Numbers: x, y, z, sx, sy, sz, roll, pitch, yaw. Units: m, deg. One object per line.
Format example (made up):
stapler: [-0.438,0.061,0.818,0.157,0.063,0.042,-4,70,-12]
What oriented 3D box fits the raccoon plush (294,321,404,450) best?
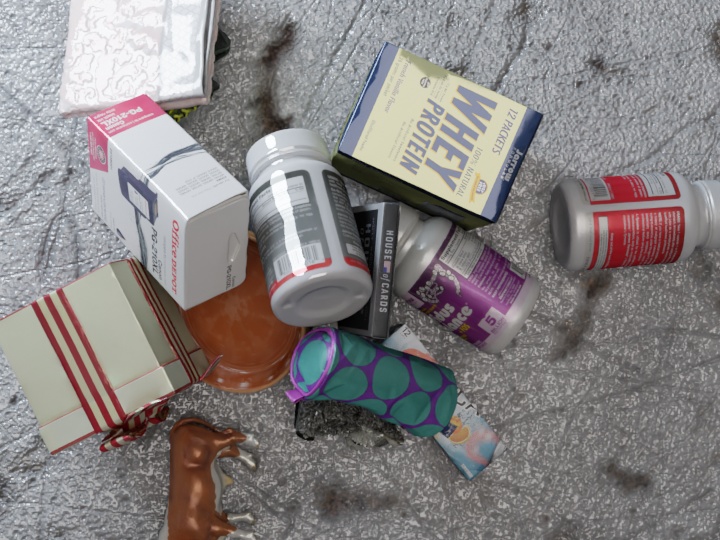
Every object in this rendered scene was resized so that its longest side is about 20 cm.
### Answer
raccoon plush: [-0.003,0.142,1.481,0.134,0.200,0.097,8,52,-6]

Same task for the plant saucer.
plant saucer: [-0.149,0.046,1.493,0.200,0.032,0.201,6,105,23]

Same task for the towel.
towel: [-0.258,-0.279,1.477,0.190,0.032,0.201,-3,71,15]

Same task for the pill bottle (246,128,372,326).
pill bottle: [-0.062,-0.049,1.401,0.114,0.114,0.200,-12,61,-5]

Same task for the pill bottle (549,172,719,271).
pill bottle: [0.341,-0.062,1.540,0.199,0.112,0.113,-4,90,-5]

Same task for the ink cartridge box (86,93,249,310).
ink cartridge box: [-0.216,-0.077,1.405,0.084,0.145,0.200,-28,56,-30]

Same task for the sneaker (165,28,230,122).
sneaker: [-0.218,-0.213,1.509,0.084,0.074,0.200,22,87,-5]

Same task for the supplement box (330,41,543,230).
supplement box: [0.080,-0.149,1.472,0.200,0.200,0.135,24,87,-5]

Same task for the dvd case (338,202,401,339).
dvd case: [0.000,0.000,1.464,0.025,0.200,0.151,5,88,-16]

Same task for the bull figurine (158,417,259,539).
bull figurine: [-0.185,0.278,1.512,0.121,0.065,0.201,2,91,-9]

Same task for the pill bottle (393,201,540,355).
pill bottle: [0.107,0.006,1.517,0.200,0.112,0.112,33,87,-3]

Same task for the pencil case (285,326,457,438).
pencil case: [0.017,0.128,1.409,0.200,0.085,0.093,23,102,-34]

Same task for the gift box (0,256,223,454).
gift box: [-0.276,0.096,1.431,0.200,0.185,0.187,-25,91,14]

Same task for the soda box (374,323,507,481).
soda box: [0.089,0.158,1.534,0.064,0.068,0.200,-40,92,-4]

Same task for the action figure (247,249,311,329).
action figure: [-0.129,-0.002,1.516,0.200,0.055,0.118,34,118,8]
